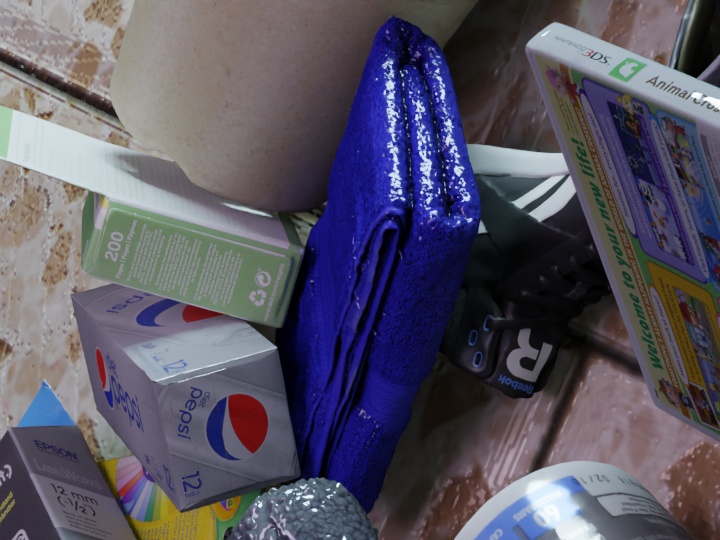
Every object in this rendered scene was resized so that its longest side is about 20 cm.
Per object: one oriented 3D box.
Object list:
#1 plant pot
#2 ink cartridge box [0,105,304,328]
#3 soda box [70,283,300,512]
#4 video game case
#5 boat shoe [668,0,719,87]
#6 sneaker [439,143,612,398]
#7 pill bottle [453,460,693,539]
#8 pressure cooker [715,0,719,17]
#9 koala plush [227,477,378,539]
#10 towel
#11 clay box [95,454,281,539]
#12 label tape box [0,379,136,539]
[{"bbox_3d":[-0.031,-0.138,1.298,0.184,0.199,0.201,-62,39,27],"label":"plant pot"},{"bbox_3d":[-0.132,-0.035,1.306,0.146,0.199,0.048,-116,42,-75],"label":"ink cartridge box"},{"bbox_3d":[-0.090,0.054,1.299,0.200,0.063,0.069,-147,45,-70],"label":"soda box"},{"bbox_3d":[0.154,0.009,1.023,0.022,0.201,0.182,-37,37,-19],"label":"video game case"},{"bbox_3d":[0.187,-0.152,1.132,0.072,0.065,0.201,21,90,52],"label":"boat shoe"},{"bbox_3d":[0.097,0.006,1.174,0.200,0.073,0.113,6,83,58],"label":"sneaker"},{"bbox_3d":[0.120,0.176,1.040,0.114,0.113,0.200,-58,42,15],"label":"pill bottle"},{"bbox_3d":[0.230,-0.109,0.980,0.176,0.178,0.200,-57,42,20],"label":"pressure cooker"},{"bbox_3d":[-0.041,0.234,1.165,0.200,0.176,0.184,53,153,38],"label":"koala plush"},{"bbox_3d":[0.000,0.000,1.224,0.148,0.049,0.201,-102,23,-44],"label":"towel"},{"bbox_3d":[-0.108,0.155,1.356,0.199,0.047,0.116,-12,64,44],"label":"clay box"},{"bbox_3d":[-0.187,0.163,1.354,0.144,0.066,0.200,-54,43,17],"label":"label tape box"}]
